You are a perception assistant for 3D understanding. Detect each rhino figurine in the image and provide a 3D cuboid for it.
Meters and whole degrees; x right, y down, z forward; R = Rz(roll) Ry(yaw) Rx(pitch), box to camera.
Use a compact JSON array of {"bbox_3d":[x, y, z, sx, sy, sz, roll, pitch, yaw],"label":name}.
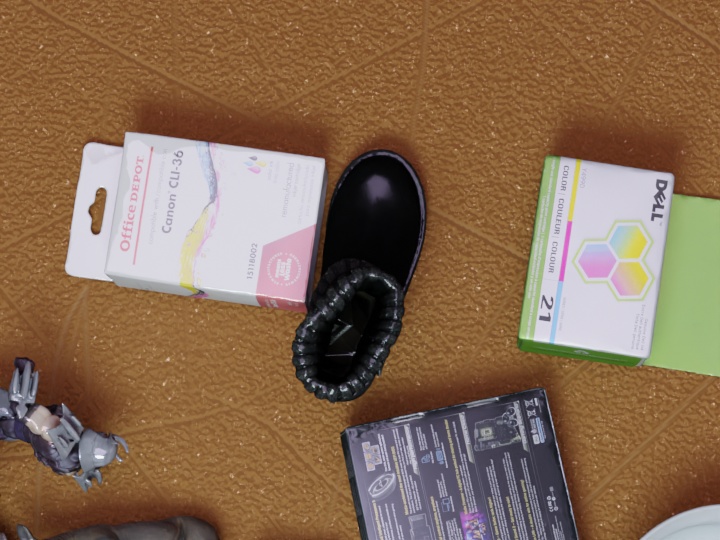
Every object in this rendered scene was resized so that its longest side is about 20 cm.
[{"bbox_3d":[-0.189,0.224,1.617,0.199,0.088,0.060,1,121,-23],"label":"rhino figurine"}]

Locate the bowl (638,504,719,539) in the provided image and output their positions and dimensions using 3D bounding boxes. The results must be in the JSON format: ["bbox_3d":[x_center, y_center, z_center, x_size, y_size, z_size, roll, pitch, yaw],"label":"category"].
[{"bbox_3d":[0.259,0.275,1.603,0.200,0.090,0.202,1,83,-12],"label":"bowl"}]

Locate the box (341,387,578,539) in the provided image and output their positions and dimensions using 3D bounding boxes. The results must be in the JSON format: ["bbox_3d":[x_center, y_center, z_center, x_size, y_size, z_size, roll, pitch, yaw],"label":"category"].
[{"bbox_3d":[0.083,0.204,1.634,0.159,0.044,0.201,-12,82,-8],"label":"box"}]

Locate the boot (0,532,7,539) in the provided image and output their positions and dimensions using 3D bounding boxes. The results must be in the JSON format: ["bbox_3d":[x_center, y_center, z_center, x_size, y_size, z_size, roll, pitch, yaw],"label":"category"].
[{"bbox_3d":[-0.250,0.283,1.633,0.095,0.074,0.201,2,58,-21],"label":"boot"}]

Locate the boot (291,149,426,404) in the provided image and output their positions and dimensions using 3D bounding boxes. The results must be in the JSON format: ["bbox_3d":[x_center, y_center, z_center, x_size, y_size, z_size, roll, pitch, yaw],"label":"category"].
[{"bbox_3d":[0.002,0.001,1.624,0.079,0.158,0.212,10,83,3],"label":"boot"}]

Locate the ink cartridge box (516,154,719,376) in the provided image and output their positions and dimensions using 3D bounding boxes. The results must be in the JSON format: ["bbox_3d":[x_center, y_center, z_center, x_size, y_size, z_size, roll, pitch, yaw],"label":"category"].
[{"bbox_3d":[0.230,0.000,1.658,0.199,0.076,0.149,8,83,4],"label":"ink cartridge box"}]

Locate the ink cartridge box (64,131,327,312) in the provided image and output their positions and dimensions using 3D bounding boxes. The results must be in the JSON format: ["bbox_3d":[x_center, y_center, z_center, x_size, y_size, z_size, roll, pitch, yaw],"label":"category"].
[{"bbox_3d":[-0.132,-0.040,1.680,0.199,0.068,0.117,7,82,3],"label":"ink cartridge box"}]

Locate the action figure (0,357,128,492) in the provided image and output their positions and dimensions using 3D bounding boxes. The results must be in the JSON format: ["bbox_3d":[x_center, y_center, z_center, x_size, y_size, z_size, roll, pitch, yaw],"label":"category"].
[{"bbox_3d":[-0.266,0.111,1.638,0.199,0.130,0.070,15,53,18],"label":"action figure"}]
